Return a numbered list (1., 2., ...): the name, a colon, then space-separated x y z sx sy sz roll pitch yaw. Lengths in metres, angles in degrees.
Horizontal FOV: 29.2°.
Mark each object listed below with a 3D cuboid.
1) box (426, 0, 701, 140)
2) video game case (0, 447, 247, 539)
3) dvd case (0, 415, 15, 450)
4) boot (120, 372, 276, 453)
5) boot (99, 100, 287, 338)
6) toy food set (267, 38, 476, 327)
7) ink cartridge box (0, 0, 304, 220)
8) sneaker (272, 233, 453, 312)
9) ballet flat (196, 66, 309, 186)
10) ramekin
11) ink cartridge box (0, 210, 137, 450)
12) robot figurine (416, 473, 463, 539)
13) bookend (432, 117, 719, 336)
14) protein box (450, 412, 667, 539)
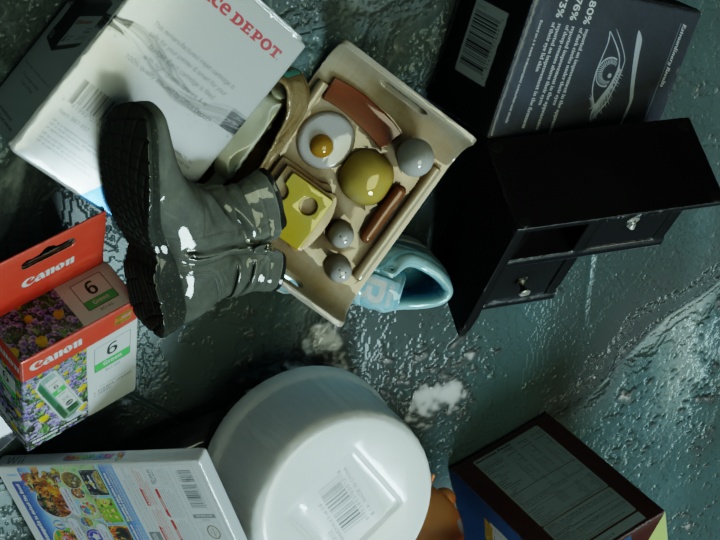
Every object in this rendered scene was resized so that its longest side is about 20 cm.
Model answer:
1. box: 0.183 -0.193 1.245 0.199 0.104 0.148 4 113 -35
2. video game case: -0.198 0.212 1.183 0.199 0.018 0.144 -5 124 22
3. dvd case: -0.372 0.108 1.109 0.149 0.016 0.200 -42 130 -6
4. boot: -0.139 0.208 1.279 0.200 0.066 0.165 -30 116 -23
5. boot: -0.121 -0.054 1.055 0.130 0.068 0.201 -27 130 -32
6. toy food set: -0.016 -0.072 1.172 0.143 0.060 0.200 35 94 -11
7. ink cartridge box: -0.164 -0.148 1.057 0.200 0.084 0.145 -50 130 3
8. sneaker: 0.000 0.000 1.248 0.199 0.082 0.074 -1 115 -33
9. ballet flat: -0.109 -0.081 1.120 0.068 0.072 0.200 37 96 4
10. ramekin: -0.033 0.195 1.244 0.200 0.098 0.201 -9 109 -27
11. ink cartridge box: -0.232 0.051 1.087 0.109 0.050 0.200 -31 154 -29
12. robot figurine: 0.040 0.292 1.396 0.143 0.117 0.200 -8 137 -18
13. bookend: 0.190 -0.038 1.263 0.198 0.092 0.200 -8 153 -18
14. protein box: 0.216 0.302 1.479 0.135 0.200 0.199 -26 127 -18
